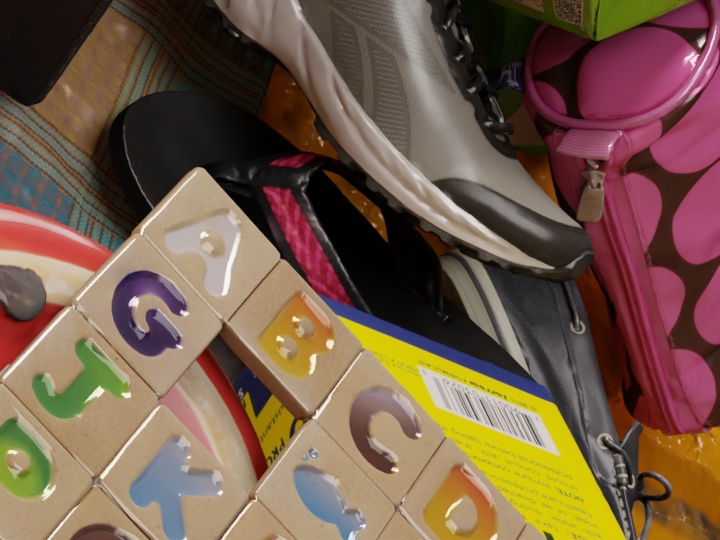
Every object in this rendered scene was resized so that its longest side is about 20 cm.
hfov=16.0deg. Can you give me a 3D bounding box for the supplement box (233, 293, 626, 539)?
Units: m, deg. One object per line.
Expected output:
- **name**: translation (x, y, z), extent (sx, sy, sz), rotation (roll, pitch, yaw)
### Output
- **supplement box**: translation (0.017, 0.114, 0.790), extent (0.109, 0.109, 0.200), rotation (22, 23, -27)

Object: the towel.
- **towel**: translation (-0.100, -0.053, 0.889), extent (0.147, 0.022, 0.200), rotation (39, 48, -28)

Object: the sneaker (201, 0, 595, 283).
- **sneaker**: translation (0.015, -0.077, 0.900), extent (0.200, 0.079, 0.074), rotation (49, 10, 9)

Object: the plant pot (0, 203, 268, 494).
- **plant pot**: translation (-0.130, 0.085, 0.679), extent (0.200, 0.182, 0.201), rotation (24, 55, -39)

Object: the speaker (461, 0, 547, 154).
- **speaker**: translation (0.101, -0.093, 1.066), extent (0.200, 0.088, 0.089), rotation (0, 72, -46)

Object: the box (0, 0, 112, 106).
- **box**: translation (-0.095, -0.167, 0.796), extent (0.122, 0.200, 0.106), rotation (33, 50, -9)

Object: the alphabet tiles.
- **alphabet tiles**: translation (-0.013, 0.090, 0.634), extent (0.200, 0.008, 0.167), rotation (47, 43, -8)

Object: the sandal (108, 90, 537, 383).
- **sandal**: translation (0.000, 0.000, 0.898), extent (0.200, 0.045, 0.075), rotation (40, 47, -6)

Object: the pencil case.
- **pencil case**: translation (0.118, -0.017, 1.000), extent (0.200, 0.090, 0.094), rotation (63, 30, -44)

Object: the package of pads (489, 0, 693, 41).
- **package of pads**: translation (0.102, -0.161, 0.974), extent (0.200, 0.154, 0.068), rotation (-24, 125, -36)

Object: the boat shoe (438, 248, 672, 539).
- **boat shoe**: translation (0.081, 0.082, 0.970), extent (0.062, 0.075, 0.201), rotation (-14, 77, -27)
